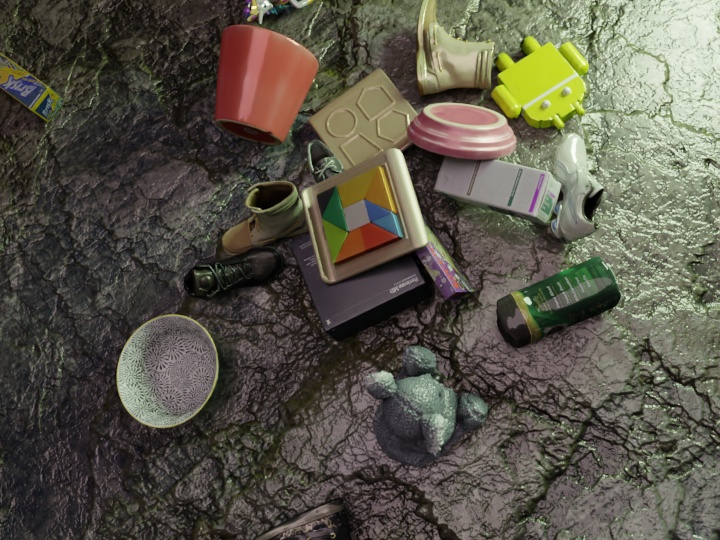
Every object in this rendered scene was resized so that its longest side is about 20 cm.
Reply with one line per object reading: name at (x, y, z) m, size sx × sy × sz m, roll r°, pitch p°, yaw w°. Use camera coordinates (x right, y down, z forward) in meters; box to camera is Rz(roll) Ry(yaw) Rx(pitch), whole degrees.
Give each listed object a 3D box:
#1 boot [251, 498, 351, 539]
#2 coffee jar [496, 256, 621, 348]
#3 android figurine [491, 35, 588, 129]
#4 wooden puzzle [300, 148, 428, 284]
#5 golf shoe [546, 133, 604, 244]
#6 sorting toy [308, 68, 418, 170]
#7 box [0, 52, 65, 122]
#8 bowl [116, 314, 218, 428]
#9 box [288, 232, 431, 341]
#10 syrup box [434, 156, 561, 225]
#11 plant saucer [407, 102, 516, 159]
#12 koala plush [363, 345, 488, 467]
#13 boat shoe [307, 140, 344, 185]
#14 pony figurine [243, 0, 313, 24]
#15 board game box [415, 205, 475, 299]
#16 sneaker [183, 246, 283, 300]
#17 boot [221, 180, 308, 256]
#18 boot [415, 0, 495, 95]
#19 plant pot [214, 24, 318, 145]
boot at (-0.094, 0.490, 1.013) m, size 0.202 × 0.074 × 0.155 m, roll -27°, pitch 73°, yaw 3°
coffee jar at (0.324, 0.057, 1.025) m, size 0.198 × 0.104 × 0.086 m, roll -24°, pitch 68°, yaw 4°
android figurine at (0.347, -0.356, 1.170) m, size 0.181 × 0.041 × 0.201 m, roll -30°, pitch 69°, yaw 3°
wooden puzzle at (0.000, -0.094, 1.045) m, size 0.198 × 0.037 × 0.187 m, roll -21°, pitch 73°, yaw 18°
golf shoe at (0.388, -0.149, 1.065) m, size 0.078 × 0.097 × 0.202 m, roll 11°, pitch 79°, yaw -31°
sorting toy at (0.015, -0.289, 1.229) m, size 0.184 × 0.036 × 0.201 m, roll -35°, pitch 66°, yaw 1°
box at (-0.788, -0.429, 1.425) m, size 0.199 × 0.064 × 0.070 m, roll 34°, pitch 84°, yaw 18°
bowl at (-0.339, 0.190, 1.137) m, size 0.198 × 0.094 × 0.203 m, roll -3°, pitch 74°, yaw 12°
box at (0.000, 0.000, 1.112) m, size 0.198 × 0.104 × 0.183 m, roll -25°, pitch 69°, yaw 5°
syrup box at (0.241, -0.148, 1.080) m, size 0.199 × 0.078 × 0.082 m, roll 22°, pitch 96°, yaw 32°
plant saucer at (0.185, -0.258, 1.105) m, size 0.199 × 0.201 × 0.051 m, roll 15°, pitch 122°, yaw 16°
koala plush at (0.089, 0.227, 0.978) m, size 0.177 × 0.200 × 0.184 m, roll 41°, pitch 86°, yaw 19°
boat shoe at (-0.064, -0.178, 1.152) m, size 0.072 × 0.071 × 0.200 m, roll -33°, pitch 43°, yaw -1°
pony figurine at (-0.194, -0.635, 1.321) m, size 0.199 × 0.167 × 0.194 m, roll -29°, pitch 78°, yaw -13°
board game box at (0.124, -0.039, 1.079) m, size 0.032 × 0.120 × 0.201 m, roll -38°, pitch 74°, yaw 24°
sneaker at (-0.244, 0.009, 1.151) m, size 0.197 × 0.114 × 0.077 m, roll -12°, pitch 101°, yaw 9°
boot at (-0.193, -0.098, 1.154) m, size 0.198 × 0.155 × 0.073 m, roll -19°, pitch 71°, yaw 6°
boot at (0.189, -0.449, 1.212) m, size 0.154 × 0.073 × 0.202 m, roll -1°, pitch 76°, yaw 13°
plant pot at (-0.200, -0.358, 1.220) m, size 0.198 × 0.200 × 0.179 m, roll 14°, pitch 87°, yaw 15°
